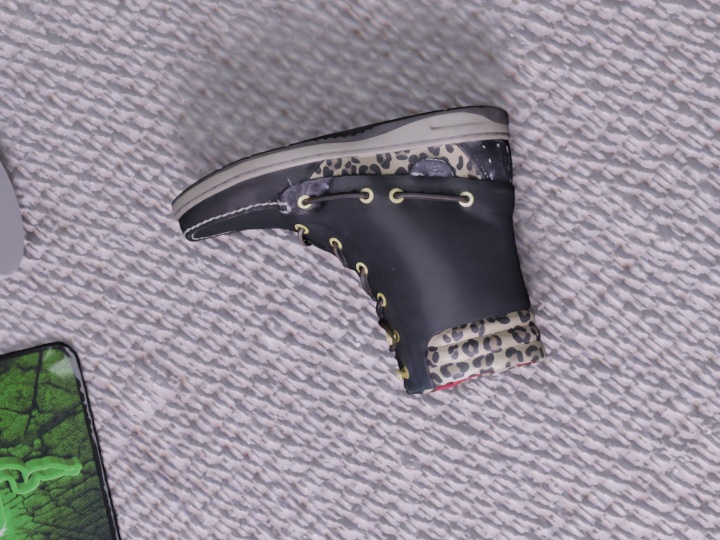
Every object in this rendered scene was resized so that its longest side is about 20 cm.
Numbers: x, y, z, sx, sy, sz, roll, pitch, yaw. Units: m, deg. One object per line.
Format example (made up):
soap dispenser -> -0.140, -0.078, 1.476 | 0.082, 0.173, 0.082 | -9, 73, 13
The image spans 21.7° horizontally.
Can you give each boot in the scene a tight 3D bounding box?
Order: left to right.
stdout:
boot -> 0.001, 0.000, 1.070 | 0.203, 0.073, 0.154 | -14, 86, 11

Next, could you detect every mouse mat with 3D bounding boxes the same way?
mouse mat -> -0.252, 0.141, 1.183 | 0.200, 0.008, 0.161 | -13, 90, 16

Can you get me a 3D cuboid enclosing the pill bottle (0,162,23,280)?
pill bottle -> -0.313, -0.012, 1.132 | 0.200, 0.116, 0.116 | -17, 89, 14
